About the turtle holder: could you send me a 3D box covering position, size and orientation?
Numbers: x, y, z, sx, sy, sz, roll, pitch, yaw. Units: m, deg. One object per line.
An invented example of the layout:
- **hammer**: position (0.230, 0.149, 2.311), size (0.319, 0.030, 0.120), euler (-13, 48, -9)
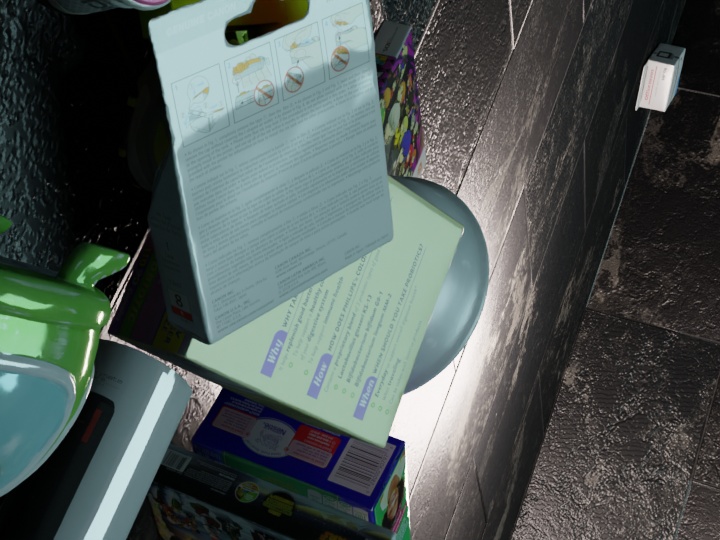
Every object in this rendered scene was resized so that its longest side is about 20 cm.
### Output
- **turtle holder**: position (-0.196, 0.034, 0.561), size (0.185, 0.140, 0.133), euler (18, 88, -73)

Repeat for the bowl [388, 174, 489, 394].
- **bowl**: position (0.000, 0.000, 1.079), size (0.090, 0.199, 0.203), euler (36, 69, -56)

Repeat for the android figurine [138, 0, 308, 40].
- **android figurine**: position (-0.086, -0.205, 0.771), size (0.181, 0.041, 0.202), euler (-18, 100, -46)

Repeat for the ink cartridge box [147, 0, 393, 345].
- **ink cartridge box**: position (-0.059, -0.078, 0.777), size (0.161, 0.050, 0.202), euler (-30, 124, -35)

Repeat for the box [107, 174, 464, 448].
- **box**: position (-0.047, 0.005, 0.919), size (0.199, 0.096, 0.178), euler (30, 77, -42)

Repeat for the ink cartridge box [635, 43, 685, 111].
- **ink cartridge box**: position (0.706, -0.449, 3.069), size (0.200, 0.066, 0.117), euler (-47, 148, -57)

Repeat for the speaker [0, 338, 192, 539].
- **speaker**: position (-0.177, 0.145, 0.803), size (0.081, 0.080, 0.201), euler (72, 37, -59)

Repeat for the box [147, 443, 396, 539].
- **box**: position (-0.066, 0.219, 1.006), size (0.040, 0.198, 0.138), euler (-56, 154, -37)

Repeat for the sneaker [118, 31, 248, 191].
- **sneaker**: position (-0.094, -0.146, 0.838), size (0.075, 0.076, 0.202), euler (-9, 111, -69)

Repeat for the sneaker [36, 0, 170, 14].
- **sneaker**: position (-0.140, -0.218, 0.662), size (0.073, 0.087, 0.202), euler (16, 66, -55)

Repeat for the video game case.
- **video game case**: position (0.013, -0.106, 1.264), size (0.201, 0.035, 0.182), euler (79, 30, -54)

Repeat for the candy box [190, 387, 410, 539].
- **candy box**: position (-0.044, 0.201, 1.110), size (0.077, 0.168, 0.201), euler (-58, 155, -35)
